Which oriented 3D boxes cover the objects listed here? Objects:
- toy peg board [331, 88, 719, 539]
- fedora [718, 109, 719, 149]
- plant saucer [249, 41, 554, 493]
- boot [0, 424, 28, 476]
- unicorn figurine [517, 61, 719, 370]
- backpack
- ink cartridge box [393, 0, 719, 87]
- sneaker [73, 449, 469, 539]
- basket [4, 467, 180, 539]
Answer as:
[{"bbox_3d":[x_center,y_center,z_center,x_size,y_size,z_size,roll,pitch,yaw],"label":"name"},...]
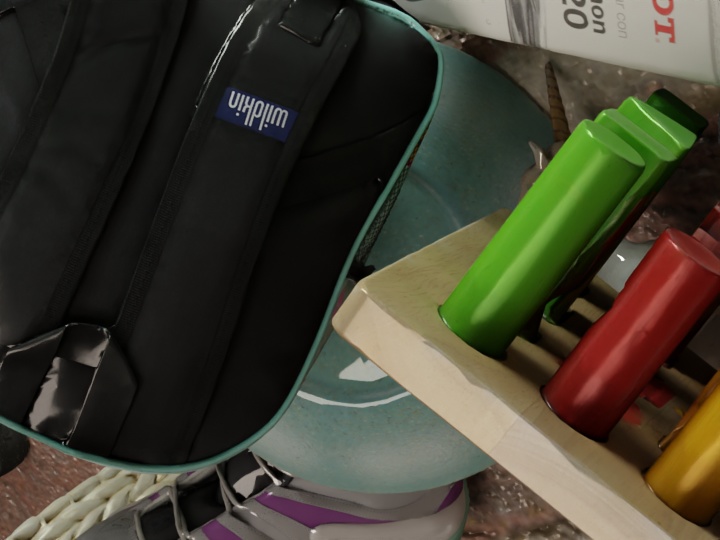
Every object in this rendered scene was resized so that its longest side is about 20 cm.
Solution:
[{"bbox_3d":[0.121,0.027,0.825,0.199,0.200,0.098,39,108,9],"label":"toy peg board"},{"bbox_3d":[0.210,-0.001,0.830,0.092,0.201,0.201,-38,91,19],"label":"fedora"},{"bbox_3d":[0.000,0.000,1.020,0.201,0.039,0.201,2,98,15],"label":"plant saucer"},{"bbox_3d":[-0.270,0.061,1.322,0.070,0.132,0.200,-10,112,47],"label":"boot"},{"bbox_3d":[0.131,0.024,0.963,0.137,0.074,0.200,4,107,21],"label":"unicorn figurine"},{"bbox_3d":[-0.084,-0.024,0.917,0.176,0.200,0.153,22,169,-12],"label":"backpack"},{"bbox_3d":[0.066,-0.161,0.884,0.200,0.085,0.146,15,128,33],"label":"ink cartridge box"},{"bbox_3d":[-0.047,0.085,1.101,0.078,0.200,0.140,-121,23,-45],"label":"sneaker"},{"bbox_3d":[-0.127,0.203,1.299,0.123,0.136,0.200,43,140,16],"label":"basket"}]
